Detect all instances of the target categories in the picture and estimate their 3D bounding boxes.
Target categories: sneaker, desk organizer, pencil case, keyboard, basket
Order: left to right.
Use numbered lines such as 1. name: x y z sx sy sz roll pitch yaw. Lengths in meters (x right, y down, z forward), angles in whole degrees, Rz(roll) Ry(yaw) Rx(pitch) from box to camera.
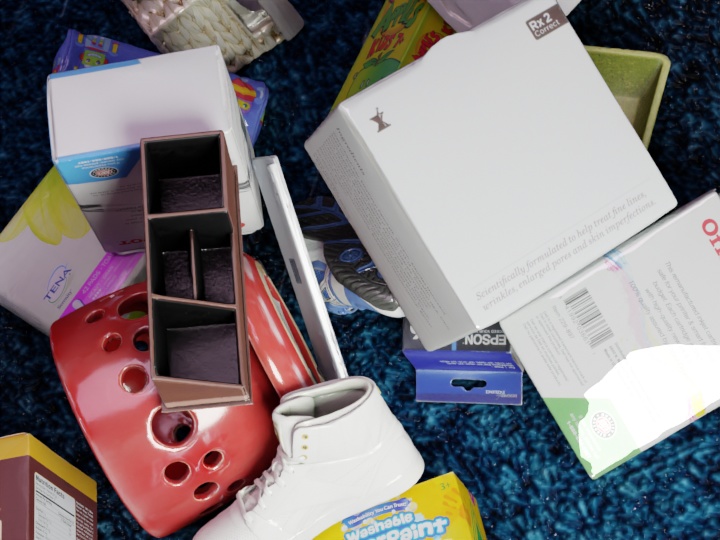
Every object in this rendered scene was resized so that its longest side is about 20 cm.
1. pencil case: -0.182 -0.156 1.717 0.199 0.087 0.078 15 65 -12
2. basket: -0.168 -0.285 1.788 0.123 0.136 0.200 -38 58 4
3. desk organizer: -0.127 -0.001 1.452 0.071 0.077 0.201 -5 69 1
4. sneaker: -0.061 0.154 1.479 0.199 0.116 0.074 -29 34 -1
5. keyboard: -0.051 0.000 1.594 0.011 0.056 0.201 -20 99 -16
6. sneaker: 0.000 0.000 1.589 0.075 0.077 0.200 -26 29 -17

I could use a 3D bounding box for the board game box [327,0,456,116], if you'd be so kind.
1. board game box: 0.044 -0.198 1.688 0.101 0.048 0.201 -5 56 62

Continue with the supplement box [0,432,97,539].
1. supplement box: -0.335 0.265 1.585 0.196 0.133 0.201 -12 62 15

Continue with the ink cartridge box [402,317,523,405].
1. ink cartridge box: 0.087 0.010 1.569 0.099 0.039 0.201 -1 86 23

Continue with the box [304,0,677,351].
1. box: 0.098 -0.075 1.464 0.198 0.131 0.201 -31 88 -17

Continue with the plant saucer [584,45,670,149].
1. plant saucer: 0.153 -0.098 1.631 0.199 0.048 0.201 9 69 24

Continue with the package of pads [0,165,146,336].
1. package of pads: -0.240 -0.030 1.728 0.154 0.068 0.200 30 77 28

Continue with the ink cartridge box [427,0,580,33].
1. ink cartridge box: 0.146 -0.291 1.635 0.145 0.083 0.200 45 62 -5

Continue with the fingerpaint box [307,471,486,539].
1. fingerpaint box: 0.010 0.273 1.491 0.199 0.073 0.168 -20 60 10

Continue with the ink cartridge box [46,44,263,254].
1. ink cartridge box: -0.168 -0.096 1.587 0.146 0.200 0.086 -10 70 1

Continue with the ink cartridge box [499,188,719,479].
1. ink cartridge box: 0.228 0.048 1.482 0.199 0.088 0.146 -31 88 5

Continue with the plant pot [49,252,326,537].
1. plant pot: -0.134 0.092 1.558 0.182 0.201 0.201 -28 59 2
